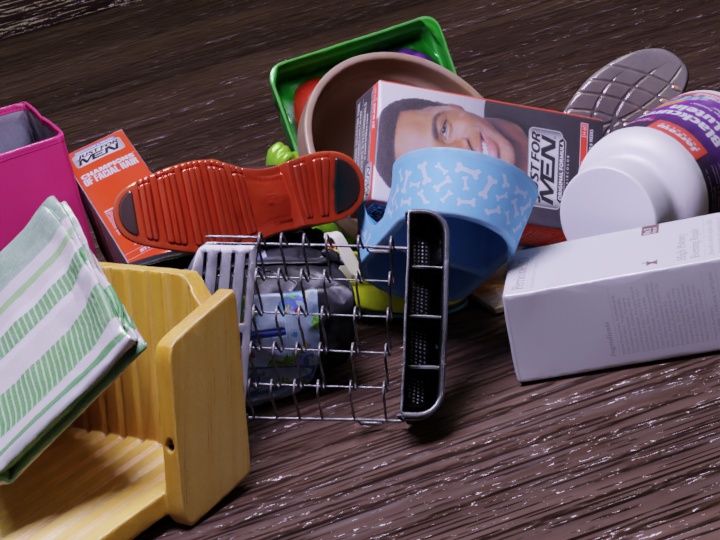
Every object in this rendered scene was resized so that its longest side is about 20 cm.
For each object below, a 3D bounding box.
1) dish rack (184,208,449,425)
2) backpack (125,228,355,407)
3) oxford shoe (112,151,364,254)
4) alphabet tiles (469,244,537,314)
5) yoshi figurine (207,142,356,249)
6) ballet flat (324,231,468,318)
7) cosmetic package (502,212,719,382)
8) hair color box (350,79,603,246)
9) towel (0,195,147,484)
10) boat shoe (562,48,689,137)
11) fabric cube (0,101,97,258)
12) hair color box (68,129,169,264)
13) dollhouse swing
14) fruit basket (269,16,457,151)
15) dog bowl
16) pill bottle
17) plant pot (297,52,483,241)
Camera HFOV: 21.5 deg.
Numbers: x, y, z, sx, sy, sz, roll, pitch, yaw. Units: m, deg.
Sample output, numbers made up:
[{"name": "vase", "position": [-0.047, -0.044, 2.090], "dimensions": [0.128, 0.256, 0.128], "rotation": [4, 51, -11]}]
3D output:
[{"name": "dish rack", "position": [-0.036, 0.036, 1.351], "dimensions": [0.197, 0.155, 0.055], "rotation": [1, -23, 5]}, {"name": "backpack", "position": [-0.120, 0.043, 1.460], "dimensions": [0.198, 0.156, 0.163], "rotation": [3, 18, -19]}, {"name": "oxford shoe", "position": [-0.098, -0.046, 1.454], "dimensions": [0.198, 0.072, 0.072], "rotation": [-6, -5, -23]}, {"name": "alphabet tiles", "position": [0.151, -0.016, 1.613], "dimensions": [0.166, 0.008, 0.200], "rotation": [-19, 19, -14]}, {"name": "yoshi figurine", "position": [-0.062, -0.070, 1.782], "dimensions": [0.199, 0.113, 0.112], "rotation": [8, 21, 43]}, {"name": "ballet flat", "position": [0.000, 0.000, 1.581], "dimensions": [0.198, 0.068, 0.067], "rotation": [2, 25, 40]}, {"name": "cosmetic package", "position": [0.206, 0.016, 1.371], "dimensions": [0.198, 0.075, 0.102], "rotation": [-9, 18, 11]}, {"name": "hair color box", "position": [0.095, -0.083, 1.539], "dimensions": [0.198, 0.103, 0.061], "rotation": [7, -14, -17]}, {"name": "towel", "position": [-0.233, 0.047, 1.327], "dimensions": [0.153, 0.023, 0.200], "rotation": [-45, 40, 5]}, {"name": "boat shoe", "position": [0.200, -0.114, 1.642], "dimensions": [0.200, 0.075, 0.073], "rotation": [-42, -7, -1]}, {"name": "fabric cube", "position": [-0.341, -0.013, 1.670], "dimensions": [0.194, 0.201, 0.200], "rotation": [-18, 18, -15]}, {"name": "hair color box", "position": [-0.182, -0.022, 1.616], "dimensions": [0.063, 0.112, 0.200], "rotation": [-26, 39, -12]}, {"name": "dollhouse swing", "position": [-0.208, 0.102, 1.304], "dimensions": [0.199, 0.184, 0.175], "rotation": [5, 13, 45]}, {"name": "fruit basket", "position": [0.020, -0.168, 1.971], "dimensions": [0.213, 0.157, 0.216], "rotation": [-20, 1, 0]}, {"name": "dog bowl", "position": [0.060, -0.029, 1.442], "dimensions": [0.110, 0.050, 0.200], "rotation": [17, -24, -12]}, {"name": "pill bottle", "position": [0.238, -0.068, 1.504], "dimensions": [0.110, 0.113, 0.199], "rotation": [-1, 17, 35]}, {"name": "plant pot", "position": [0.031, -0.084, 1.676], "dimensions": [0.200, 0.202, 0.093], "rotation": [-26, -17, -33]}]
